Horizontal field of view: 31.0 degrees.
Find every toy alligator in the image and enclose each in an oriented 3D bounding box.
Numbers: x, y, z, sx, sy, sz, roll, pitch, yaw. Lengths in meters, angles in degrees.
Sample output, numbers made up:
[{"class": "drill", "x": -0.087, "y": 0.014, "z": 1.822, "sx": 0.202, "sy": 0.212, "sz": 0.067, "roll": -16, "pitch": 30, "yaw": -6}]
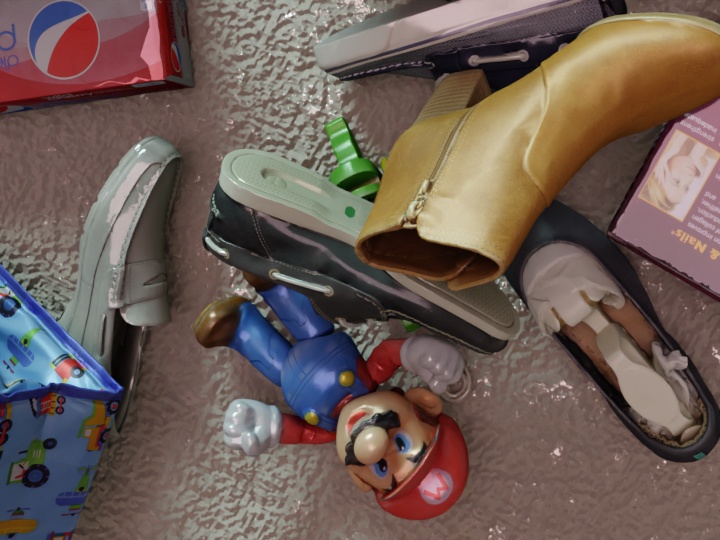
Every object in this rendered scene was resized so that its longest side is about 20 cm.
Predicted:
[{"class": "toy alligator", "x": 0.022, "y": -0.005, "z": 0.822, "sx": 0.059, "sy": 0.054, "sz": 0.202, "roll": -25, "pitch": 89, "yaw": 12}]

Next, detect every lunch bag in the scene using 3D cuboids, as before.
[{"class": "lunch bag", "x": -0.253, "y": 0.084, "z": 0.845, "sx": 0.200, "sy": 0.093, "sz": 0.152, "roll": 43, "pitch": 118, "yaw": 42}]

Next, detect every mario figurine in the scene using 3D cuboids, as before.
[{"class": "mario figurine", "x": -0.015, "y": 0.075, "z": 0.805, "sx": 0.200, "sy": 0.106, "sz": 0.124, "roll": 42, "pitch": 139, "yaw": 13}]

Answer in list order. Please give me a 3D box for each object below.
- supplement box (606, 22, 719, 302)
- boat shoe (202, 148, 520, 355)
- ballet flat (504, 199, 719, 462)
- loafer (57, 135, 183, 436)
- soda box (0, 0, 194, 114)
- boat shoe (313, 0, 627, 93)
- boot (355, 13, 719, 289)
[{"class": "supplement box", "x": 0.239, "y": -0.082, "z": 0.760, "sx": 0.109, "sy": 0.086, "sz": 0.202, "roll": 29, "pitch": 98, "yaw": 8}, {"class": "boat shoe", "x": 0.000, "y": 0.000, "z": 0.771, "sx": 0.198, "sy": 0.072, "sz": 0.068, "roll": 26, "pitch": 117, "yaw": 2}, {"class": "ballet flat", "x": 0.150, "y": 0.035, "z": 0.793, "sx": 0.073, "sy": 0.073, "sz": 0.201, "roll": -39, "pitch": 86, "yaw": 11}, {"class": "loafer", "x": -0.151, "y": 0.012, "z": 0.850, "sx": 0.069, "sy": 0.070, "sz": 0.202, "roll": 25, "pitch": 107, "yaw": 14}, {"class": "soda box", "x": -0.214, "y": -0.144, "z": 0.855, "sx": 0.197, "sy": 0.063, "sz": 0.071, "roll": -6, "pitch": 92, "yaw": 11}, {"class": "boat shoe", "x": 0.072, "y": -0.125, "z": 0.800, "sx": 0.197, "sy": 0.075, "sz": 0.094, "roll": -12, "pitch": 108, "yaw": 22}, {"class": "boot", "x": 0.099, "y": -0.056, "z": 0.692, "sx": 0.199, "sy": 0.145, "sz": 0.071, "roll": -7, "pitch": 135, "yaw": 35}]
